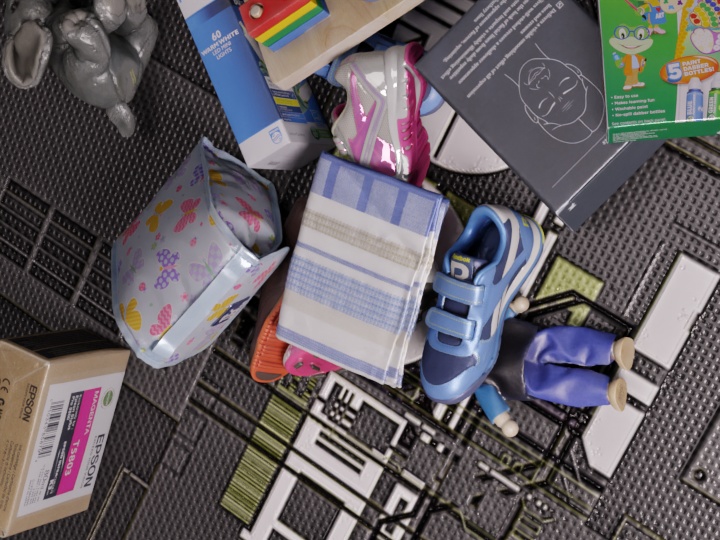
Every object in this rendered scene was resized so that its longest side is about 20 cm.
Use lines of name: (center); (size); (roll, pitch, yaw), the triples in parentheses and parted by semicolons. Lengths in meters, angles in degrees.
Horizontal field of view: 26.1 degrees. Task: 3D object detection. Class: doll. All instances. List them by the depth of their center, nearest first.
doll: (0.159, 0.094, 1.502); (0.199, 0.048, 0.138); (6, 79, 27)

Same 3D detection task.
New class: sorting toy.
sorting toy: (-0.043, -0.314, 1.500); (0.198, 0.069, 0.201); (-30, 62, 21)

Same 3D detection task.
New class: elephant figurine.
elephant figurine: (-0.330, -0.258, 1.696); (0.199, 0.142, 0.156); (11, 69, 26)

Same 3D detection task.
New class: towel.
towel: (0.000, 0.000, 1.510); (0.146, 0.024, 0.202); (20, 106, 22)

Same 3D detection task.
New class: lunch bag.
lunch bag: (-0.163, -0.007, 1.576); (0.127, 0.200, 0.170); (34, 110, -24)

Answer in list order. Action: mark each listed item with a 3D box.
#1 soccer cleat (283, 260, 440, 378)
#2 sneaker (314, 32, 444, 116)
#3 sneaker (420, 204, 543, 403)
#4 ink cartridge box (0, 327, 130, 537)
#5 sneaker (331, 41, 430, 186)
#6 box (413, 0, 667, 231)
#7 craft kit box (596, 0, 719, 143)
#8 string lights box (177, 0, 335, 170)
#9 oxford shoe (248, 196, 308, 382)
soccer cleat: (0.000, 0.037, 1.580); (0.199, 0.070, 0.087); (-32, 56, 25)
sneaker: (-0.004, -0.210, 1.558); (0.199, 0.082, 0.074); (27, 101, 20)
sneaker: (0.101, 0.027, 1.478); (0.074, 0.082, 0.201); (17, 80, 35)
ink cartridge box: (-0.343, 0.172, 1.687); (0.075, 0.165, 0.202); (20, 100, 22)
sneaker: (0.017, -0.132, 1.524); (0.088, 0.081, 0.201); (9, 120, 17)
box: (0.176, -0.163, 1.442); (0.148, 0.107, 0.200); (-44, 73, 7)
craft kit box: (0.305, -0.217, 1.346); (0.198, 0.049, 0.199); (-5, 72, 9)
string lights box: (-0.108, -0.205, 1.596); (0.059, 0.103, 0.201); (-28, 80, 24)
oxford shoe: (-0.072, 0.020, 1.617); (0.072, 0.071, 0.201); (40, 111, 47)
